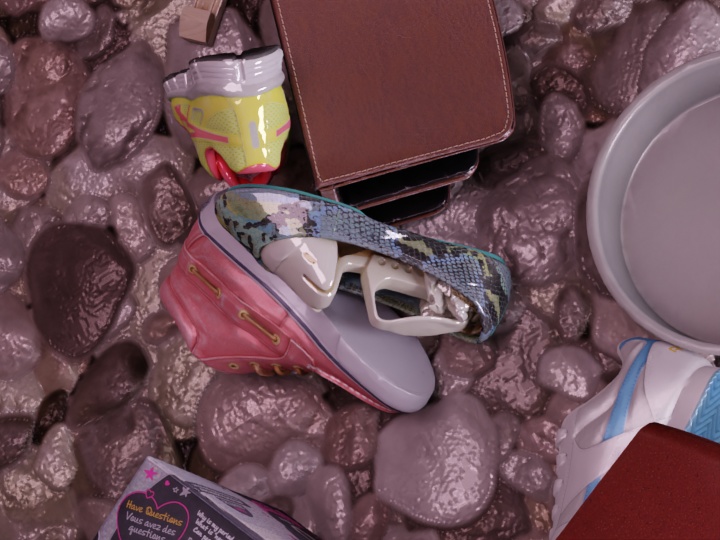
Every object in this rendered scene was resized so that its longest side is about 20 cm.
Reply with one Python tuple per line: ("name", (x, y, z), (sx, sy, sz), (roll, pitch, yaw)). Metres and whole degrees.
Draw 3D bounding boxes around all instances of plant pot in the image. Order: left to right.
("plant pot", (0.210, 0.203, 1.400), (0.200, 0.200, 0.176), (-52, 50, 3))

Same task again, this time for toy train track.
("toy train track", (-0.089, -0.259, 1.735), (0.114, 0.033, 0.202), (16, 84, 27))

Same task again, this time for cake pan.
("cake pan", (0.240, -0.040, 1.522), (0.199, 0.037, 0.202), (-7, 70, 20))

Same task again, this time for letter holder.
("letter holder", (0.023, -0.144, 1.617), (0.141, 0.101, 0.202), (-16, 69, 4))

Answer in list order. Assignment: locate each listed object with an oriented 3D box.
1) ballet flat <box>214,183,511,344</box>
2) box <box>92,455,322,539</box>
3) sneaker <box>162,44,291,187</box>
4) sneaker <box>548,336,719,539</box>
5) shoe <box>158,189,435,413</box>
("ballet flat", (0.000, 0.000, 1.558), (0.198, 0.074, 0.075), (14, 80, -5))
("box", (-0.074, 0.207, 1.508), (0.132, 0.200, 0.115), (34, 89, 27))
("sneaker", (-0.084, -0.092, 1.610), (0.077, 0.200, 0.091), (-11, 91, -4))
("sneaker", (0.152, 0.136, 1.504), (0.080, 0.077, 0.201), (27, 81, 34))
("shoe", (-0.044, 0.043, 1.619), (0.200, 0.071, 0.091), (42, 120, 13))
